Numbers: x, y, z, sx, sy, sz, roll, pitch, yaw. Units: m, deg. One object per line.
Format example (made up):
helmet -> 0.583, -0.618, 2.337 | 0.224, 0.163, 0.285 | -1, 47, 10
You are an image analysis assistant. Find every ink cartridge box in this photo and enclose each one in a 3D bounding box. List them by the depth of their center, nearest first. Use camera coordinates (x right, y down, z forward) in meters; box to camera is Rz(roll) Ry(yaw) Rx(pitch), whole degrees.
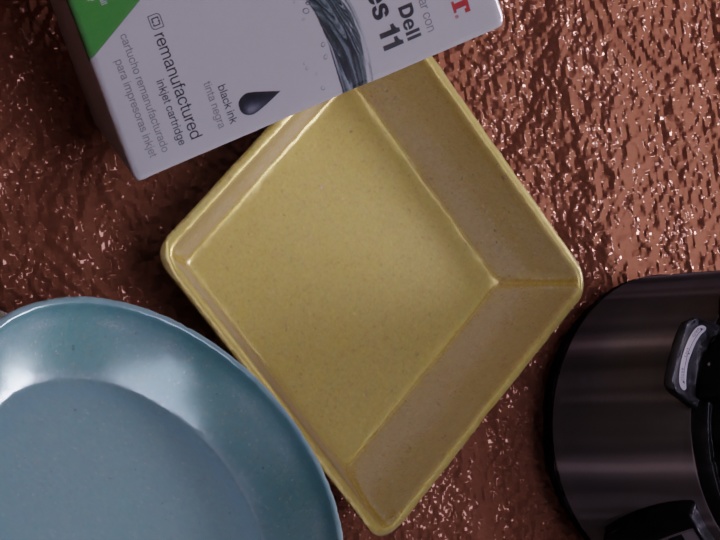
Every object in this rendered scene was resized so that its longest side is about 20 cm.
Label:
ink cartridge box -> -0.048, -0.153, 1.311 | 0.199, 0.083, 0.147 | -24, 118, -9

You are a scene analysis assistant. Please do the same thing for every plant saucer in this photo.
plant saucer -> -0.099, 0.103, 1.219 | 0.199, 0.036, 0.200 | 24, 41, -23
plant saucer -> 0.000, 0.000, 1.423 | 0.200, 0.048, 0.200 | -49, 114, -28

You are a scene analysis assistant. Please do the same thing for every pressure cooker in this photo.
pressure cooker -> 0.216, 0.082, 1.485 | 0.176, 0.200, 0.179 | -25, 102, -36

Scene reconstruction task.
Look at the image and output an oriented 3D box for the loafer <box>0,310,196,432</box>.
loafer -> -0.125, 0.051, 1.309 | 0.199, 0.076, 0.069 | 11, 86, -35
